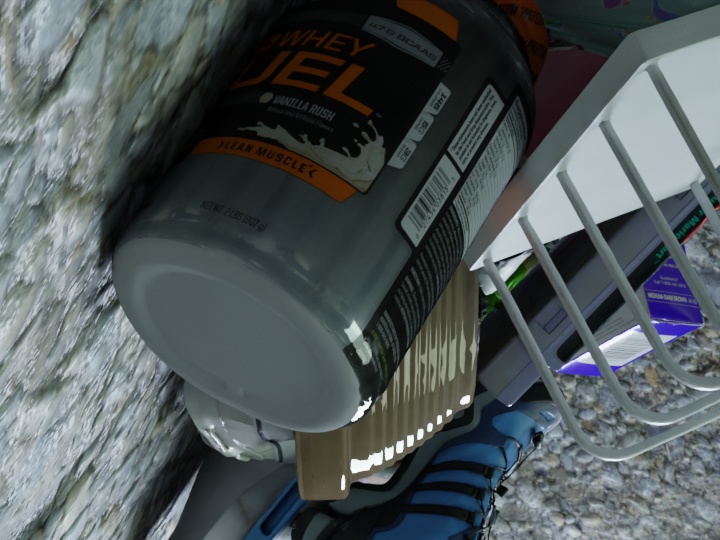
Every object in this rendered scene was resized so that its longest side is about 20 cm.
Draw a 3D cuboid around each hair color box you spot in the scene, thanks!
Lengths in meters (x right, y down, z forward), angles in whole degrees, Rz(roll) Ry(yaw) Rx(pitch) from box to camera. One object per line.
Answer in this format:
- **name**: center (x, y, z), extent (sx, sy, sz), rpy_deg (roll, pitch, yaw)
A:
- **hair color box**: center (0.181, -0.032, 1.379), extent (0.109, 0.065, 0.200), rpy_deg (-34, -121, 46)

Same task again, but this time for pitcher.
- **pitcher**: center (-0.056, 0.153, 1.194), extent (0.200, 0.121, 0.172), rpy_deg (-44, 173, -37)

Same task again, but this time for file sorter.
- **file sorter**: center (0.158, -0.019, 0.780), extent (0.139, 0.125, 0.200), rpy_deg (-21, 164, -24)

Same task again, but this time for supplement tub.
- **supplement tub**: center (-0.005, -0.043, 0.762), extent (0.200, 0.122, 0.123), rpy_deg (-58, 173, -31)

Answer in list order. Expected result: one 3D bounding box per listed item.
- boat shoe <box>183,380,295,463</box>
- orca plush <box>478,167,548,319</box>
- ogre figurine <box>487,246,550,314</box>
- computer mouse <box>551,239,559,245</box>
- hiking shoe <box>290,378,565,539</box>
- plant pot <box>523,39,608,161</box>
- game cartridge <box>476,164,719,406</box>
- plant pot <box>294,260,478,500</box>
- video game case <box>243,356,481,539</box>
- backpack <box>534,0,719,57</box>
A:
- **boat shoe**: center (-0.064, 0.077, 1.040), extent (0.200, 0.066, 0.072), rpy_deg (74, 13, -86)
- **orca plush**: center (0.068, -0.028, 1.082), extent (0.105, 0.071, 0.200), rpy_deg (-59, -178, 8)
- **ogre figurine**: center (0.070, -0.035, 1.327), extent (0.098, 0.120, 0.200), rpy_deg (-53, 164, 3)
- **computer mouse**: center (0.146, -0.091, 1.276), extent (0.200, 0.053, 0.139), rpy_deg (71, 8, -54)
- **hiking shoe**: center (0.056, 0.142, 1.088), extent (0.200, 0.087, 0.074), rpy_deg (-36, 149, -17)
- **plant pot**: center (0.120, -0.160, 1.025), extent (0.179, 0.200, 0.200), rpy_deg (-47, 175, 7)
- **game cartridge**: center (0.141, -0.017, 0.984), extent (0.200, 0.038, 0.130), rpy_deg (-47, -171, 12)
- **plant pot**: center (0.015, 0.022, 0.968), extent (0.201, 0.092, 0.201), rpy_deg (2, 90, -90)
- **video game case**: center (0.006, 0.131, 1.118), extent (0.200, 0.018, 0.143), rpy_deg (-51, 150, 10)
- **backpack**: center (0.128, -0.171, 0.842), extent (0.167, 0.200, 0.127), rpy_deg (-63, 155, -12)
